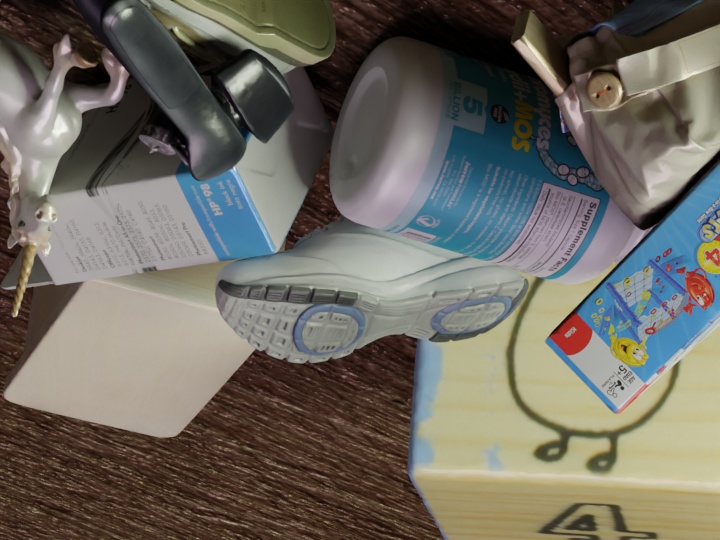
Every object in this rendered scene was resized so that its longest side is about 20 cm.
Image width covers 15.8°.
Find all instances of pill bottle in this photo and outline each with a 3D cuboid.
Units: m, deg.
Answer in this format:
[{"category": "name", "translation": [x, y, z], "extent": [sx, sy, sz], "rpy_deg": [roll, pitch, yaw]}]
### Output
[{"category": "pill bottle", "translation": [0.090, -0.058, 1.514], "extent": [0.199, 0.111, 0.111], "rpy_deg": [16, 154, -21]}]

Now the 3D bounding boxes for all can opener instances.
[{"category": "can opener", "translation": [-0.103, -0.108, 1.364], "extent": [0.063, 0.079, 0.200], "rpy_deg": [36, 176, 30]}]

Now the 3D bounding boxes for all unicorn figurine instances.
[{"category": "unicorn figurine", "translation": [-0.193, -0.100, 1.458], "extent": [0.074, 0.200, 0.137], "rpy_deg": [-25, 166, -47]}]

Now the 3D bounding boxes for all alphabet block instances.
[{"category": "alphabet block", "translation": [0.146, 0.069, 1.662], "extent": [0.199, 0.197, 0.196], "rpy_deg": [1, 163, 11]}]

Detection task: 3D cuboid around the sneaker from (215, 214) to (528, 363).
[{"category": "sneaker", "translation": [0.000, 0.000, 1.542], "extent": [0.199, 0.087, 0.075], "rpy_deg": [-4, 149, -31]}]

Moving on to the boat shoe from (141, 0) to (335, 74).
[{"category": "boat shoe", "translation": [-0.098, -0.154, 1.395], "extent": [0.068, 0.075, 0.200], "rpy_deg": [-18, 147, 32]}]

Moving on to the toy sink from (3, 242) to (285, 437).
[{"category": "toy sink", "translation": [-0.145, 0.013, 1.725], "extent": [0.130, 0.113, 0.200], "rpy_deg": [15, 149, -17]}]

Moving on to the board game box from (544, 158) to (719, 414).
[{"category": "board game box", "translation": [0.211, -0.031, 1.381], "extent": [0.196, 0.056, 0.200], "rpy_deg": [-47, 172, 28]}]

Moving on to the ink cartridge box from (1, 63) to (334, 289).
[{"category": "ink cartridge box", "translation": [-0.129, -0.058, 1.544], "extent": [0.199, 0.116, 0.067], "rpy_deg": [-8, 127, 28]}]

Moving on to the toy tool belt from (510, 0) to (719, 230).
[{"category": "toy tool belt", "translation": [0.167, -0.119, 1.361], "extent": [0.123, 0.200, 0.125], "rpy_deg": [46, 133, 8]}]
